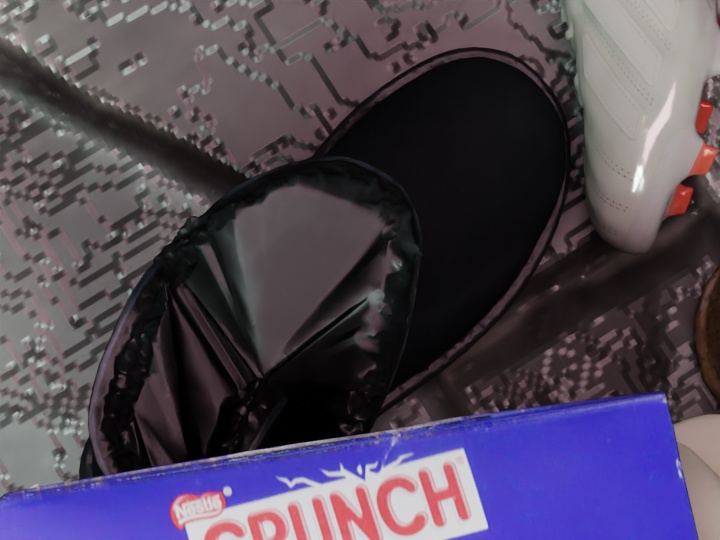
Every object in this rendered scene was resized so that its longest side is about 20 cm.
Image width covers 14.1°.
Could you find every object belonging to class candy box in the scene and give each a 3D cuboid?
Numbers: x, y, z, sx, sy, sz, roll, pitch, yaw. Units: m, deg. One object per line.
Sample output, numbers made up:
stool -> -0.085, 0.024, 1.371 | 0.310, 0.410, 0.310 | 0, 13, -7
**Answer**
candy box -> 0.006, 0.141, 0.668 | 0.169, 0.077, 0.200 | -8, 79, -12

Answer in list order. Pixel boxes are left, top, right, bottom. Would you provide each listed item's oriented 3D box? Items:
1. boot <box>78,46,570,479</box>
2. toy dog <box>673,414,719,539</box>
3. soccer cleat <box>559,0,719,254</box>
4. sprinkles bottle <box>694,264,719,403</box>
boot -> 0.000, 0.000, 0.809 | 0.076, 0.168, 0.200 | 44, 76, 2
toy dog -> 0.125, 0.141, 0.798 | 0.139, 0.194, 0.200 | -26, 77, -22
soccer cleat -> 0.079, -0.101, 0.896 | 0.077, 0.069, 0.200 | 10, 72, -3
sprinkles bottle -> 0.151, 0.006, 0.816 | 0.068, 0.200, 0.068 | 2, 80, -9
